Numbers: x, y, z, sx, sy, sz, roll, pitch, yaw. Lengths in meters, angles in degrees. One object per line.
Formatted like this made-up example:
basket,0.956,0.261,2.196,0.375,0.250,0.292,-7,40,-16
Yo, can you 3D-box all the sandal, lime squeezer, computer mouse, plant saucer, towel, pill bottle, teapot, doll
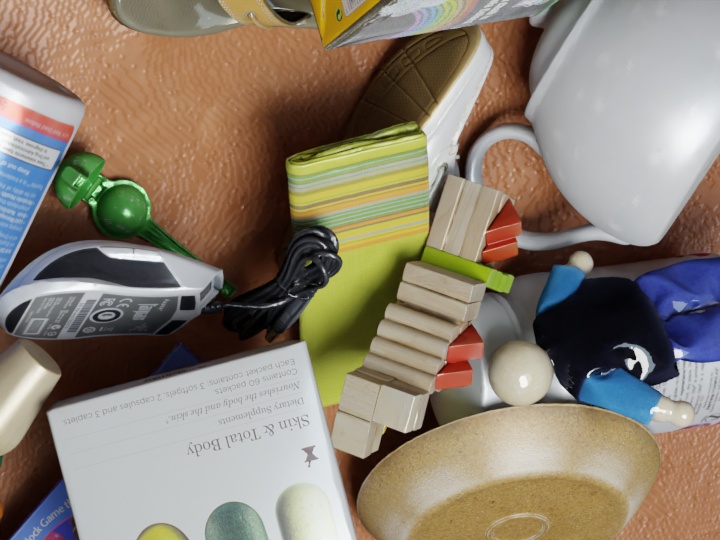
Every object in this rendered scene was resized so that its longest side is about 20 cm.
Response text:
sandal,-0.052,-0.171,1.451,0.199,0.054,0.081,1,107,-24
lime squeezer,-0.139,-0.038,1.455,0.200,0.070,0.038,41,70,-58
computer mouse,-0.118,0.006,1.429,0.199,0.110,0.044,1,64,-26
plant saucer,0.098,0.152,1.570,0.199,0.036,0.201,-7,146,-5
towel,0.000,0.000,1.494,0.086,0.018,0.201,-13,132,-12
pill bottle,0.149,0.054,1.582,0.199,0.113,0.114,-6,110,-21
teapot,0.166,-0.120,1.516,0.146,0.198,0.200,33,69,7
pill bottle,-0.245,-0.029,1.381,0.112,0.112,0.201,24,96,-28
doll,0.170,0.042,1.498,0.199,0.137,0.049,-14,146,-20

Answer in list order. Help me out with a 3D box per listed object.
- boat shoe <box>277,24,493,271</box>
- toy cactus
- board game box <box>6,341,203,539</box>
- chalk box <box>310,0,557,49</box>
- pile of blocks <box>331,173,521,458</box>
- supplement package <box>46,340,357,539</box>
boat shoe,0.027,-0.064,1.516,0.069,0.071,0.200,25,108,-34
toy cactus,-0.235,0.102,1.366,0.165,0.102,0.200,-47,162,7
board game box,-0.126,0.162,1.503,0.134,0.045,0.200,42,87,-3
chalk box,0.071,-0.218,1.421,0.199,0.124,0.124,-13,81,-29
pile of blocks,0.054,0.035,1.473,0.201,0.062,0.082,-62,156,-21
supplement package,-0.081,0.155,1.408,0.151,0.151,0.201,-15,90,-5
